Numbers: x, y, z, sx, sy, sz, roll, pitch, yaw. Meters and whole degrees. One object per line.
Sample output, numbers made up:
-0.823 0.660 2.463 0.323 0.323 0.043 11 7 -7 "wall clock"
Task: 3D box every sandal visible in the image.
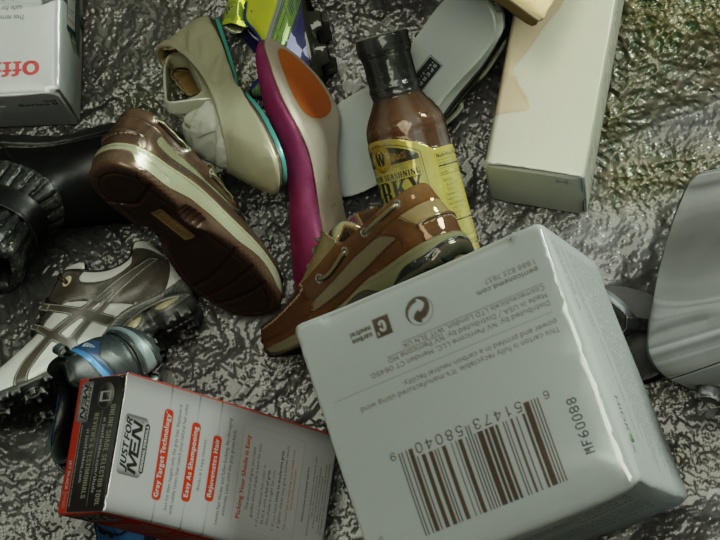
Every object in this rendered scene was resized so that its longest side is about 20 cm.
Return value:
0.152 0.034 1.637 0.200 0.043 0.076 16 77 10 "sandal"

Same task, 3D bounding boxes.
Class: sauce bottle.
0.040 -0.079 1.617 0.065 0.065 0.201 -16 92 1 "sauce bottle"

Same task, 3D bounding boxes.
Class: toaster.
0.293 -0.002 1.574 0.113 0.129 0.201 22 75 -19 "toaster"

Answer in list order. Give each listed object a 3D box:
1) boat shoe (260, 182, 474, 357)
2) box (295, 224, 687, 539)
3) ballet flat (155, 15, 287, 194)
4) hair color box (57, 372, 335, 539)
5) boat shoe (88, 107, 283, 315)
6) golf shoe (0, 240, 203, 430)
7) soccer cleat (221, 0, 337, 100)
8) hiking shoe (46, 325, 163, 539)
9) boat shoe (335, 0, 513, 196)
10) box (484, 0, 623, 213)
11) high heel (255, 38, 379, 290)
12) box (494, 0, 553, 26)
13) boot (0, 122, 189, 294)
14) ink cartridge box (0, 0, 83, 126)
0.000 0.000 1.591 0.200 0.076 0.074 -32 75 36 "boat shoe"
0.095 0.103 1.537 0.199 0.171 0.201 -23 72 15 "box"
-0.114 -0.122 1.668 0.069 0.070 0.200 -26 44 -1 "ballet flat"
-0.114 0.146 1.560 0.061 0.200 0.102 -8 68 47 "hair color box"
-0.118 -0.047 1.625 0.075 0.202 0.075 -12 48 30 "boat shoe"
-0.223 0.050 1.660 0.200 0.078 0.095 -27 70 -13 "golf shoe"
-0.078 -0.229 1.724 0.083 0.065 0.201 -16 73 7 "soccer cleat"
-0.194 0.142 1.592 0.074 0.087 0.201 7 105 44 "hiking shoe"
0.045 -0.132 1.679 0.200 0.064 0.071 -45 74 18 "boat shoe"
0.152 -0.155 1.664 0.077 0.095 0.201 9 75 9 "box"
-0.051 -0.075 1.665 0.096 0.067 0.200 -32 84 34 "high heel"
0.085 -0.298 1.584 0.200 0.021 0.164 34 69 -8 "box"
-0.233 -0.045 1.638 0.210 0.158 0.080 -4 114 11 "boot"
-0.300 -0.218 1.732 0.145 0.084 0.201 -2 75 5 "ink cartridge box"
